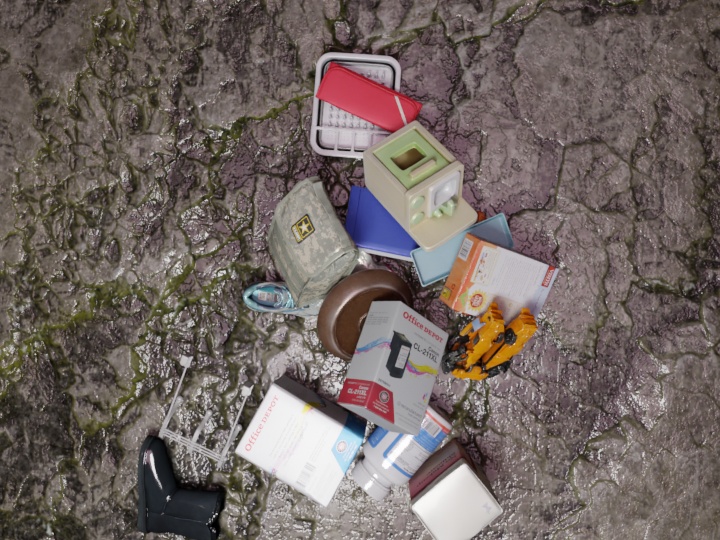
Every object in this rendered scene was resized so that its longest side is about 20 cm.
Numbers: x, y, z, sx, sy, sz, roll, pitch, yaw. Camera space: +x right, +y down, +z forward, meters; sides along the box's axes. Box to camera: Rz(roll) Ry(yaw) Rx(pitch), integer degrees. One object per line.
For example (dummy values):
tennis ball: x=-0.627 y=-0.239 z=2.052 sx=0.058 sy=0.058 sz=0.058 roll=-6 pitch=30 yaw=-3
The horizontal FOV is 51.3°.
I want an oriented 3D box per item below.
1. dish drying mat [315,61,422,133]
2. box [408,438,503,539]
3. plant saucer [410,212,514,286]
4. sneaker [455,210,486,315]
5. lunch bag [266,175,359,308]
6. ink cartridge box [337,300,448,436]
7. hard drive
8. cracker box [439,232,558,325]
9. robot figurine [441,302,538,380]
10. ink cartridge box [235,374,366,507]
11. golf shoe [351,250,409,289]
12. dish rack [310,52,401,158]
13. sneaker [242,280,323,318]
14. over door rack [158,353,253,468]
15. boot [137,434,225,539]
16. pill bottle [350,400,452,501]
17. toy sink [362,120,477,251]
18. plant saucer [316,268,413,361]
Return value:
dish drying mat: x=0.016 y=-0.329 z=1.447 sx=0.198 sy=0.018 sz=0.078 roll=26 pitch=90 yaw=3
box: x=0.168 y=0.409 z=1.380 sx=0.127 sy=0.200 sz=0.109 roll=-39 pitch=88 yaw=1
plant saucer: x=0.190 y=-0.040 z=1.404 sx=0.197 sy=0.019 sz=0.071 roll=-23 pitch=97 yaw=-9
sneaker: x=0.222 y=-0.014 z=1.460 sx=0.076 sy=0.073 sz=0.204 roll=7 pitch=91 yaw=-22
lunch bag: x=-0.087 y=-0.053 z=1.371 sx=0.116 sy=0.201 sz=0.166 roll=-17 pitch=67 yaw=-27
ink cartridge box: x=0.062 y=0.174 z=1.352 sx=0.145 sy=0.082 sz=0.203 roll=33 pitch=67 yaw=-34
hard drive: x=0.069 y=-0.086 z=1.441 sx=0.197 sy=0.025 sz=0.134 roll=11 pitch=61 yaw=-4
cracker box: x=0.259 y=0.025 z=1.398 sx=0.198 sy=0.058 sz=0.136 roll=18 pitch=101 yaw=-29
robot figurine: x=0.236 y=0.141 z=1.399 sx=0.143 sy=0.201 sz=0.059 roll=11 pitch=50 yaw=-22
ink cartridge box: x=-0.108 y=0.316 z=1.421 sx=0.198 sy=0.146 sz=0.148 roll=30 pitch=91 yaw=3
golf shoe: x=0.000 y=0.000 z=1.459 sx=0.199 sy=0.075 sz=0.092 roll=39 pitch=95 yaw=4
dish rack: x=-0.008 y=-0.321 z=1.478 sx=0.168 sy=0.044 sz=0.204 roll=4 pitch=89 yaw=4
sneaker: x=-0.135 y=0.057 z=1.456 sx=0.196 sy=0.086 sz=0.079 roll=-2 pitch=90 yaw=3
over door rack: x=-0.298 y=0.268 z=1.462 sx=0.146 sy=0.067 sz=0.202 roll=23 pitch=111 yaw=3
boot: x=-0.346 y=0.427 z=1.464 sx=0.165 sy=0.076 sz=0.204 roll=4 pitch=96 yaw=6
pill bottle: x=0.074 y=0.334 z=1.430 sx=0.112 sy=0.112 sz=0.200 roll=41 pitch=91 yaw=3
toy sink: x=0.113 y=-0.159 z=1.385 sx=0.129 sy=0.113 sz=0.201 roll=-31 pitch=61 yaw=-15
plant saucer: x=0.015 y=0.094 z=1.419 sx=0.197 sy=0.035 sz=0.203 roll=-10 pitch=121 yaw=-17
